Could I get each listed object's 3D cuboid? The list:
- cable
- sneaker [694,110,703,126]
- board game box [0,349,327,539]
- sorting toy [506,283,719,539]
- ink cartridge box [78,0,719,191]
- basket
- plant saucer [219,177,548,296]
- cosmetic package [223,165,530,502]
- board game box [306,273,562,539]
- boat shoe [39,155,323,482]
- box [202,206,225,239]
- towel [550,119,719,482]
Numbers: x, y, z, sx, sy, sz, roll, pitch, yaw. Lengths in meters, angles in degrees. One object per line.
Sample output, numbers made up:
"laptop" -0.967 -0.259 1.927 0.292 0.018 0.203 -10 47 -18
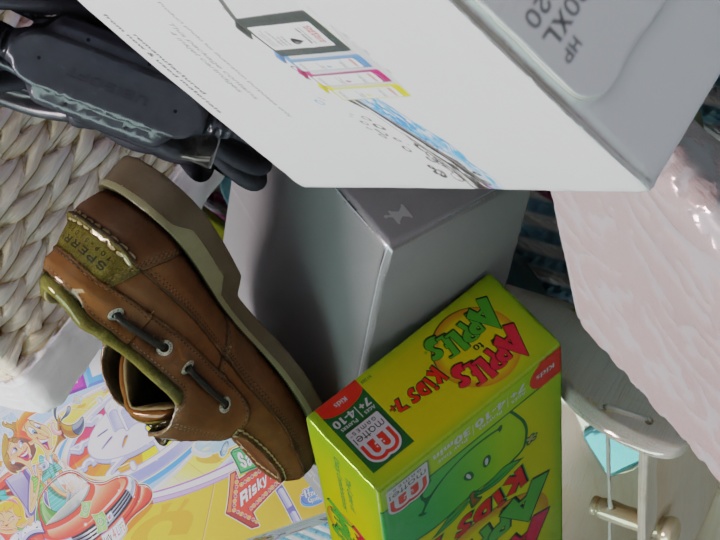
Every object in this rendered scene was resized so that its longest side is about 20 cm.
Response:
"cable" -0.124 -0.084 1.012 0.199 0.051 0.163 19 178 -4
"sneaker" 0.038 -0.071 0.982 0.200 0.106 0.075 40 161 -26
"board game box" -0.107 0.082 1.284 0.199 0.135 0.034 -21 166 17
"sorting toy" 0.093 0.056 1.230 0.180 0.107 0.200 26 154 20
"ink cartridge box" 0.020 -0.123 0.797 0.145 0.148 0.200 40 161 -26
"basket" -0.184 -0.061 1.239 0.161 0.200 0.198 42 162 -28
"plant saucer" 0.020 -0.008 1.333 0.200 0.027 0.200 29 164 9
"cosmetic package" 0.000 0.000 1.140 0.107 0.090 0.200 50 148 24
"board game box" 0.037 0.095 1.155 0.048 0.101 0.200 44 162 25
"boat shoe" -0.075 0.036 1.080 0.072 0.068 0.200 29 160 40
"box" -0.067 0.006 1.440 0.200 0.048 0.117 36 -178 -19
"towel" 0.131 0.021 0.922 0.200 0.032 0.191 50 167 34
